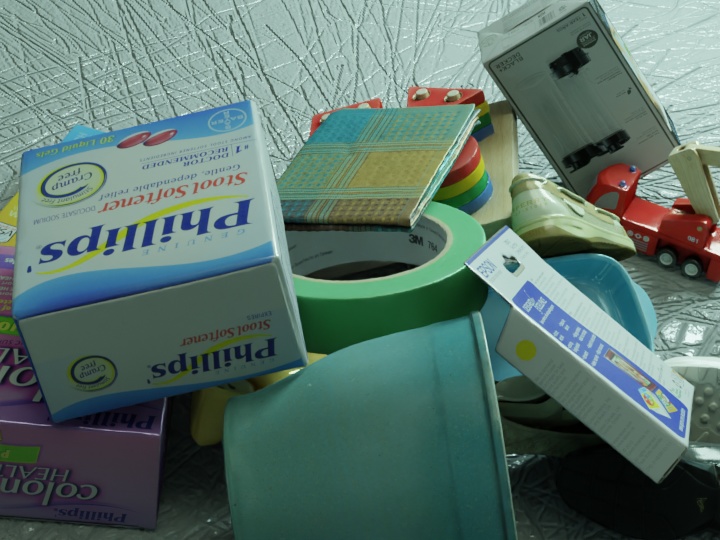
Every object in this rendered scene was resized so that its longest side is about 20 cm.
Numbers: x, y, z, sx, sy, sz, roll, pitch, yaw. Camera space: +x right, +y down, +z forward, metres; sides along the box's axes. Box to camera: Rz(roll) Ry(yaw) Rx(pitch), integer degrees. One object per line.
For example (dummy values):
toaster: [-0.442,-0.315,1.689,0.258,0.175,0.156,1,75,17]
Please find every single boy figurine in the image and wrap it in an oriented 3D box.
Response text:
boy figurine: [-0.062,0.072,1.192,0.124,0.065,0.199,35,40,30]

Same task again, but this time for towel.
towel: [0.007,-0.085,1.281,0.145,0.022,0.200,1,32,22]

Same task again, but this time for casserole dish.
casserole dish: [0.154,0.054,1.284,0.198,0.039,0.122,-9,70,-23]

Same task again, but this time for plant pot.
plant pot: [0.006,0.143,1.064,0.186,0.201,0.201,-9,38,2]

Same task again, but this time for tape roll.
tape roll: [0.000,0.000,1.203,0.198,0.049,0.201,-4,24,2]

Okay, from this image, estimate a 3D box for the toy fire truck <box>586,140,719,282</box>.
toy fire truck: [0.308,-0.067,1.415,0.198,0.142,0.049,23,39,17]

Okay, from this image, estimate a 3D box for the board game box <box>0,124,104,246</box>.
board game box: [-0.227,-0.046,1.365,0.152,0.041,0.201,16,38,9]

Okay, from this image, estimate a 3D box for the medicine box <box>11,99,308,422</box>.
medicine box: [-0.143,-0.011,1.091,0.180,0.104,0.201,-13,38,-1]

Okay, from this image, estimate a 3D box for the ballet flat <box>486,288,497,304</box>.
ballet flat: [0.089,-0.024,1.392,0.063,0.076,0.201,-19,31,15]

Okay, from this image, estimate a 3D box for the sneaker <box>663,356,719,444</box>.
sneaker: [0.329,0.105,1.267,0.198,0.077,0.081,13,28,-5]

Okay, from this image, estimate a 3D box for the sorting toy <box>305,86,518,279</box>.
sorting toy: [0.039,-0.095,1.390,0.197,0.070,0.201,-13,34,14]

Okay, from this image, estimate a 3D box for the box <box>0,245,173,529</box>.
box: [-0.228,0.082,1.156,0.174,0.097,0.201,6,38,-4]

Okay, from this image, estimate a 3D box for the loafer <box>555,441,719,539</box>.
loafer: [0.244,0.164,1.180,0.198,0.074,0.072,9,16,-5]

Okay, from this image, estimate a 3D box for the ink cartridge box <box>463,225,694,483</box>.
ink cartridge box: [0.159,0.057,1.144,0.199,0.047,0.198,38,16,6]

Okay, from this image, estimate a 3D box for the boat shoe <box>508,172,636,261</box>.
boat shoe: [0.184,-0.039,1.344,0.200,0.073,0.064,10,63,-58]

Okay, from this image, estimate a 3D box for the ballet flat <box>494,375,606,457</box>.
ballet flat: [0.162,0.113,1.203,0.198,0.063,0.068,1,39,-21]

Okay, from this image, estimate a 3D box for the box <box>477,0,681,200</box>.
box: [0.208,-0.166,1.456,0.116,0.200,0.060,-30,33,18]
